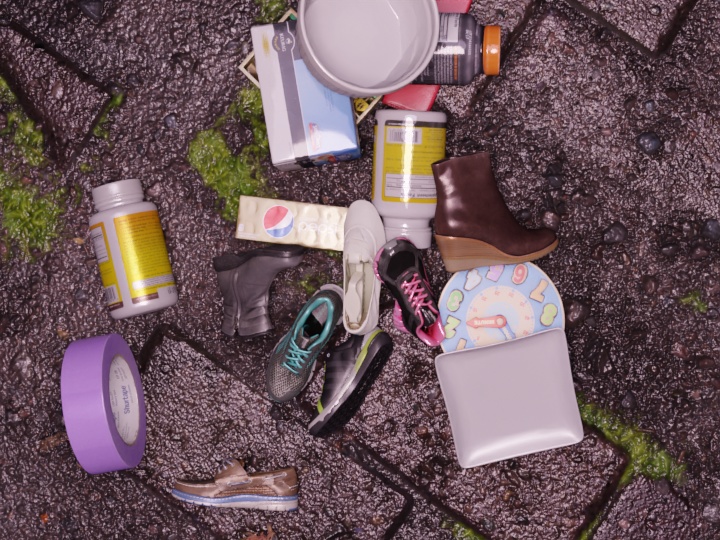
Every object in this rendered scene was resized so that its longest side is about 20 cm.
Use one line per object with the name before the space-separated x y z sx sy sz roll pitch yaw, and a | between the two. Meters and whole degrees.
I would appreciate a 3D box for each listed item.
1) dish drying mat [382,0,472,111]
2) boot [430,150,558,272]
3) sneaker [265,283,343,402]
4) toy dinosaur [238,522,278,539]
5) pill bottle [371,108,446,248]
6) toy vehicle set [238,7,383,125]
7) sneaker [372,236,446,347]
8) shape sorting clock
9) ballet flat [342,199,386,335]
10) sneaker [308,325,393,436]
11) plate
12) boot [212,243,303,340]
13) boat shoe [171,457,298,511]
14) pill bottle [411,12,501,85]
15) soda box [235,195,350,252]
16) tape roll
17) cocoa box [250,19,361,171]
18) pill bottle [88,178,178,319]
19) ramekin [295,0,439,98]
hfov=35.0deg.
dish drying mat | 0.104 -0.339 1.763 0.076 0.018 0.203 22 93 5
boot | 0.201 -0.094 1.692 0.197 0.072 0.170 -10 101 -18
sneaker | -0.090 0.111 1.747 0.077 0.091 0.202 28 93 5
toy dinosaur | -0.195 0.464 1.769 0.197 0.086 0.138 -9 79 22
pill bottle | 0.071 -0.138 1.716 0.109 0.111 0.204 4 98 5
toy vehicle set | -0.077 -0.292 1.774 0.200 0.027 0.125 43 94 3
sneaker | 0.082 0.037 1.680 0.078 0.201 0.096 -33 44 -9
shape sorting clock | 0.213 0.077 1.745 0.196 0.039 0.204 0 91 5
ballet flat | 0.000 0.000 1.689 0.068 0.069 0.204 2 102 5
sneaker | -0.027 0.161 1.766 0.082 0.072 0.201 37 93 28
plate | 0.225 0.188 1.722 0.196 0.032 0.203 -14 112 4
boot | -0.146 0.034 1.731 0.198 0.069 0.134 -10 89 50
boat shoe | -0.193 0.329 1.774 0.196 0.072 0.074 4 86 -5
pill bottle | 0.111 -0.329 1.699 0.196 0.106 0.108 3 91 7
soda box | -0.088 -0.071 1.759 0.196 0.064 0.069 7 91 6
tape roll | -0.384 0.200 1.719 0.064 0.200 0.204 -10 90 6
cocoa box | -0.077 -0.260 1.693 0.129 0.133 0.204 -10 89 2
pill bottle | -0.354 -0.034 1.760 0.107 0.109 0.204 -14 89 5
ramekin | 0.002 -0.335 1.583 0.196 0.105 0.204 1 87 -14
